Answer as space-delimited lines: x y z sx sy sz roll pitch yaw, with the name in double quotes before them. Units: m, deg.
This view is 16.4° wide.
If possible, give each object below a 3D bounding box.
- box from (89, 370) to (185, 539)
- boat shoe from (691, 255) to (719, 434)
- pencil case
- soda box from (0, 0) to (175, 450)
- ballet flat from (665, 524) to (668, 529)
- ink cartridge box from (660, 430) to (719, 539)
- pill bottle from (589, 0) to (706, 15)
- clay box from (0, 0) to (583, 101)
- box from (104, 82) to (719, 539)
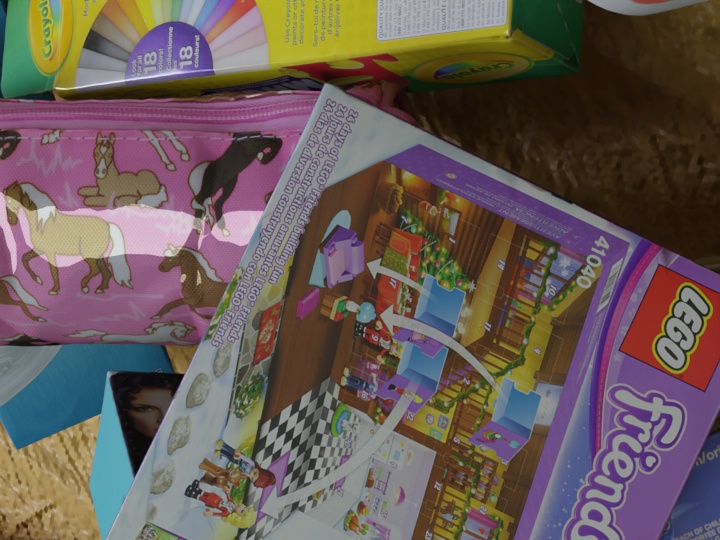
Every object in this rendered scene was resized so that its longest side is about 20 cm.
"box" -0.035 0.101 0.814 0.082 0.200 0.049 4 114 -15
"boat shoe" 0.062 0.035 0.751 0.075 0.200 0.068 62 160 20
"pencil case" -0.074 -0.018 0.775 0.199 0.087 0.083 2 82 13
"soda box" -0.135 -0.037 0.892 0.064 0.068 0.200 -117 4 -56
"ballet flat" 0.183 0.054 0.751 0.200 0.070 0.067 -26 104 30
"ink cartridge box" 0.106 0.151 0.736 0.119 0.042 0.200 -25 96 10
"pill bottle" 0.140 -0.141 0.655 0.200 0.111 0.112 -12 106 39
"clay box" -0.024 -0.112 0.792 0.200 0.048 0.115 -4 77 35
"box" 0.009 0.068 0.690 0.137 0.039 0.200 26 87 2
